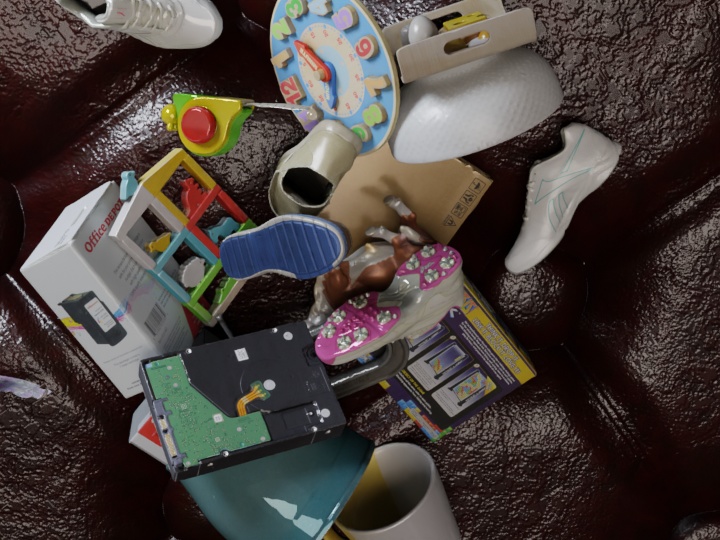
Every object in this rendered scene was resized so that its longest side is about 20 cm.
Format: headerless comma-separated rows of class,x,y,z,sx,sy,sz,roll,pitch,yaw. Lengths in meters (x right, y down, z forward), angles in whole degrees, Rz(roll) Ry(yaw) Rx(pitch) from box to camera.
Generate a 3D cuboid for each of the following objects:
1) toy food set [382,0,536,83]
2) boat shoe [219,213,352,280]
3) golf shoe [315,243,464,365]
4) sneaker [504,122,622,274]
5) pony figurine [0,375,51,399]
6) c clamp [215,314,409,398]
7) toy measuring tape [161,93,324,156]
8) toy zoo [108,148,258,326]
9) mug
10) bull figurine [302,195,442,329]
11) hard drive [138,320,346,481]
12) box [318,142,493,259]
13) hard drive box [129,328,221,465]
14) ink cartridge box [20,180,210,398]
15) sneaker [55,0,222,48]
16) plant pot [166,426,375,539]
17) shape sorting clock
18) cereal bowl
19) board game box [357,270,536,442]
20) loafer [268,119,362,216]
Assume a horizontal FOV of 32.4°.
toy food set,0.098,-0.260,1.319,0.143,0.200,0.061,-18,109,2
boat shoe,-0.074,-0.034,1.392,0.072,0.199,0.073,-23,104,-43
golf shoe,0.042,0.057,1.415,0.199,0.075,0.092,-34,135,-9
sneaker,0.225,-0.088,1.486,0.080,0.070,0.201,32,101,-8
pony figurine,-0.496,0.131,1.481,0.192,0.167,0.201,9,121,26
c clamp,-0.048,0.093,1.472,0.199,0.027,0.171,-18,123,9
toy measuring tape,-0.137,-0.159,1.392,0.199,0.074,0.074,8,116,20
toy zoo,-0.202,-0.046,1.428,0.200,0.020,0.132,47,67,-31
mug,0.047,0.326,1.627,0.149,0.186,0.154,-44,124,-21
bull figurine,0.000,0.000,1.467,0.199,0.065,0.122,-30,128,8
hard drive,-0.131,0.142,1.368,0.199,0.140,0.038,-13,151,-23
box,0.038,-0.072,1.493,0.163,0.021,0.200,31,108,-16
hard drive box,-0.165,0.197,1.564,0.200,0.077,0.156,36,105,-18
ink cartridge box,-0.278,0.020,1.432,0.082,0.146,0.200,-24,115,25
sneaker,-0.247,-0.279,1.335,0.199,0.099,0.078,13,112,-11
plant pot,-0.115,0.228,1.447,0.188,0.200,0.200,36,107,-3
shape sorting clock,-0.033,-0.218,1.347,0.039,0.199,0.201,-30,118,-31
cereal bowl,0.115,-0.195,1.353,0.199,0.200,0.084,-21,110,4
board game box,0.097,0.097,1.542,0.165,0.057,0.200,-34,120,10
loafer,-0.064,-0.100,1.397,0.075,0.068,0.200,33,150,-4
